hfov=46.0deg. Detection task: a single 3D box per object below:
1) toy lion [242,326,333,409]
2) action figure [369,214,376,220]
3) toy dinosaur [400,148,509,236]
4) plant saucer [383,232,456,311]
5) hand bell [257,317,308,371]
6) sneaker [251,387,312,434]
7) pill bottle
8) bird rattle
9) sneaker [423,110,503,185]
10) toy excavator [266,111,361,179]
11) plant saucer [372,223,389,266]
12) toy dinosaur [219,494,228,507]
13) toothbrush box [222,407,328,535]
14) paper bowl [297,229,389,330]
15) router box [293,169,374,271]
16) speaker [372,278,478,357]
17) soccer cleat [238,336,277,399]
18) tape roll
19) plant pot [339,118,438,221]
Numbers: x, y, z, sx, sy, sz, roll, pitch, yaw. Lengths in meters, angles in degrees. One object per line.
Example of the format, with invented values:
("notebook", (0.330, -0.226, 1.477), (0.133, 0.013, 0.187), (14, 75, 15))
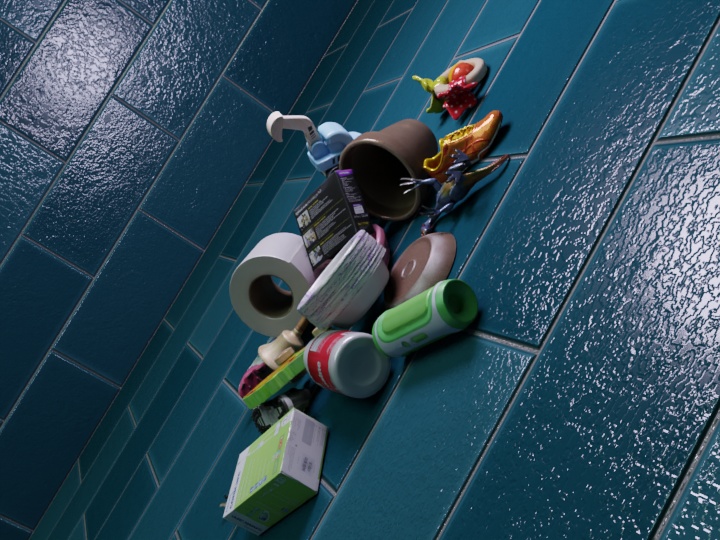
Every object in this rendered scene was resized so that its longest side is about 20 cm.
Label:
("toy lion", (-0.143, 0.199, 1.694), (0.200, 0.069, 0.192), (-38, 1, 32))
("action figure", (0.011, -0.118, 1.959), (0.198, 0.105, 0.195), (-21, 38, 15))
("toy dinosaur", (0.172, -0.131, 1.601), (0.182, 0.197, 0.106), (89, -175, -56))
("plant saucer", (0.101, 0.006, 1.582), (0.201, 0.036, 0.201), (-47, 21, 24))
("hand bell", (-0.126, 0.121, 1.832), (0.201, 0.104, 0.104), (-55, 19, 15))
("sneaker", (-0.154, 0.283, 1.715), (0.090, 0.067, 0.200), (-20, -10, -32))
("pill bottle", (-0.033, 0.165, 1.542), (0.113, 0.112, 0.200), (-61, 19, -12))
("bird rattle", (0.212, -0.425, 1.897), (0.163, 0.113, 0.200), (-44, 20, -13))
("sneaker", (0.200, -0.246, 1.670), (0.200, 0.077, 0.073), (-43, 22, 32))
("toy excavator", (-0.090, -0.286, 1.867), (0.193, 0.201, 0.100), (-27, 32, -7))
("plant saucer", (0.000, 0.000, 1.802), (0.201, 0.051, 0.201), (-50, 22, 29))
("toy dinosaur", (-0.230, 0.428, 1.710), (0.201, 0.047, 0.088), (-52, 3, 13))
("toothbrush box", (-0.155, 0.371, 1.558), (0.200, 0.086, 0.146), (-42, 24, 34))
("paper bowl", (-0.022, 0.029, 1.614), (0.201, 0.104, 0.201), (-51, 5, 6))
("router box", (-0.061, -0.106, 1.828), (0.200, 0.051, 0.151), (-35, 70, 51))
("speaker", (0.102, 0.081, 1.388), (0.200, 0.088, 0.089), (-32, 31, 50))
("soccer cleat", (-0.212, 0.217, 1.981), (0.201, 0.070, 0.086), (-53, 9, -5))
("tape roll", (-0.182, 0.032, 1.935), (0.203, 0.202, 0.139), (-47, 6, 26))
("plant pot", (0.081, -0.235, 1.817), (0.175, 0.201, 0.200), (-48, 11, -37))
